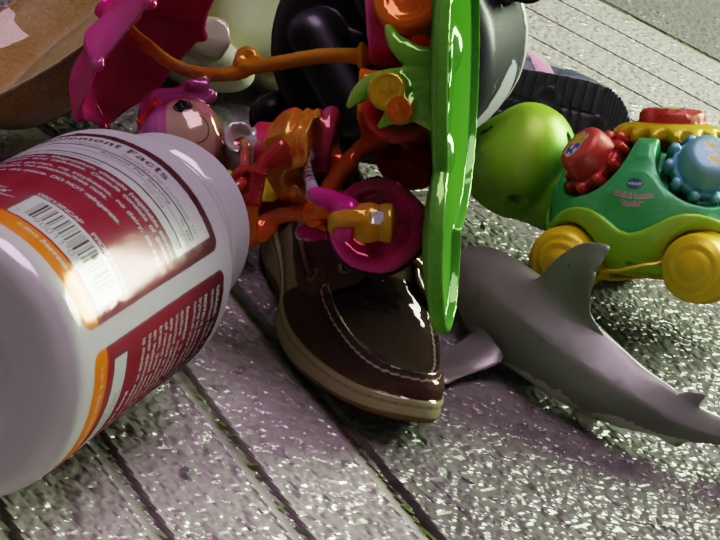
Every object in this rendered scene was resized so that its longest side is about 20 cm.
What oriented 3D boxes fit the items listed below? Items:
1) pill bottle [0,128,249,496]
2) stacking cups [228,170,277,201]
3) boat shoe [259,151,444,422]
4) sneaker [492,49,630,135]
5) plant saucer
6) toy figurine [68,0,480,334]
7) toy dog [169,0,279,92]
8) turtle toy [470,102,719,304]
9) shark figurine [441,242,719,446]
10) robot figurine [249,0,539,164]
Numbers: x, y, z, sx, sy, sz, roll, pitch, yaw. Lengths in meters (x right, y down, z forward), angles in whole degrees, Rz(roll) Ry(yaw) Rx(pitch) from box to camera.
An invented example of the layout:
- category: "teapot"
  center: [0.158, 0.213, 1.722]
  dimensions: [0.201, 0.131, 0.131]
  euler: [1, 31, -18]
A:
- category: "pill bottle"
  center: [-0.121, 0.007, 0.863]
  dimensions: [0.113, 0.113, 0.200]
  euler: [26, 23, 12]
- category: "stacking cups"
  center: [-0.125, -0.030, 1.017]
  dimensions: [0.060, 0.061, 0.200]
  euler: [36, 29, 33]
- category: "boat shoe"
  center: [0.000, 0.000, 1.033]
  dimensions: [0.072, 0.072, 0.200]
  euler: [13, 24, -19]
- category: "sneaker"
  center: [0.079, -0.120, 1.399]
  dimensions: [0.200, 0.070, 0.082]
  euler: [25, 6, 3]
- category: "plant saucer"
  center: [-0.137, -0.131, 1.119]
  dimensions: [0.035, 0.200, 0.200]
  euler: [54, 12, -22]
- category: "toy figurine"
  center: [-0.043, -0.070, 0.985]
  dimensions: [0.184, 0.201, 0.150]
  euler: [1, -18, 8]
- category: "toy dog"
  center: [-0.096, -0.183, 1.282]
  dimensions: [0.200, 0.140, 0.194]
  euler: [6, 23, -29]
- category: "turtle toy"
  center: [0.149, -0.041, 1.187]
  dimensions: [0.200, 0.101, 0.146]
  euler: [5, 7, 26]
- category: "shark figurine"
  center: [0.126, 0.032, 1.056]
  dimensions: [0.214, 0.090, 0.128]
  euler: [28, 25, 20]
- category: "robot figurine"
  center: [0.024, -0.122, 1.158]
  dimensions: [0.150, 0.125, 0.200]
  euler: [12, 13, 11]
